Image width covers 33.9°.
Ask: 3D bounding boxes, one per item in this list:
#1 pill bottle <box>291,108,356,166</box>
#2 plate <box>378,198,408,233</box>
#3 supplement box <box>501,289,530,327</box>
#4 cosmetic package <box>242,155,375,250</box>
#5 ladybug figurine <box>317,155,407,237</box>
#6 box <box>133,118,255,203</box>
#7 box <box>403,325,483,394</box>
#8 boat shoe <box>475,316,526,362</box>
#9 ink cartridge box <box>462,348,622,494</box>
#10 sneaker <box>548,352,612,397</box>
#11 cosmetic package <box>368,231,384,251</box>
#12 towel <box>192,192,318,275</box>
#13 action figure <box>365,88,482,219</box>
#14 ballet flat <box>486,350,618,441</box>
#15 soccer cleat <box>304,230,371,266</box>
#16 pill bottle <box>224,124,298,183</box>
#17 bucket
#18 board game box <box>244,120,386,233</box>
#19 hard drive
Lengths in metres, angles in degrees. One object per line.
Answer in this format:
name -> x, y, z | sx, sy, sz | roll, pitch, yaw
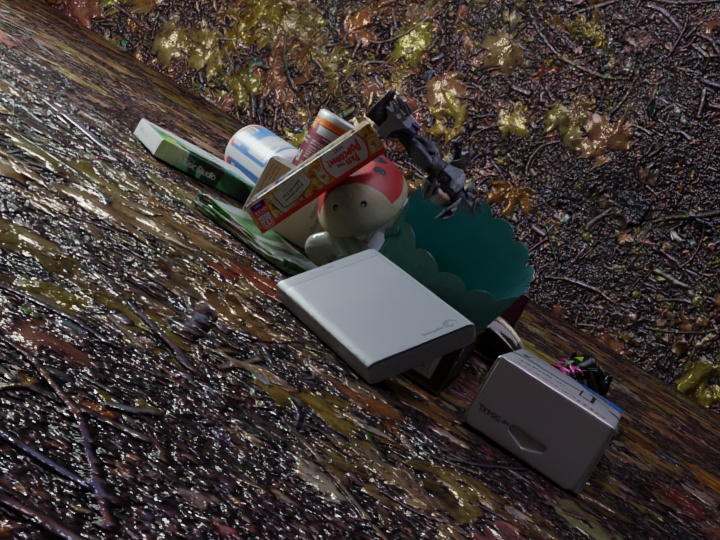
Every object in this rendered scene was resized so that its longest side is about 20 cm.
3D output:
pill bottle -> -0.065, -0.157, 1.972 | 0.113, 0.202, 0.114 | 29, 6, -3
plate -> 0.087, -0.037, 1.886 | 0.201, 0.032, 0.199 | 51, -19, -2
supplement box -> 0.226, 0.066, 1.995 | 0.085, 0.111, 0.200 | 30, 6, 6
cosmetic package -> -0.074, -0.086, 1.839 | 0.198, 0.104, 0.073 | 29, 8, 0
ladybug figurine -> 0.000, -0.119, 1.729 | 0.134, 0.073, 0.201 | -10, 27, 12
box -> -0.269, -0.179, 1.957 | 0.199, 0.037, 0.144 | 26, 8, -31
box -> 0.079, 0.081, 1.397 | 0.099, 0.076, 0.200 | 31, 8, 10
boat shoe -> 0.160, 0.089, 1.790 | 0.200, 0.073, 0.072 | 41, 40, 20
ink cartridge box -> 0.207, 0.161, 1.308 | 0.145, 0.085, 0.200 | 32, 6, 13
sneaker -> 0.310, 0.158, 1.772 | 0.199, 0.088, 0.074 | 25, 8, -38
cosmetic package -> 0.100, 0.019, 1.742 | 0.198, 0.051, 0.083 | 23, -39, 14
towel -> -0.123, -0.039, 1.615 | 0.199, 0.024, 0.152 | 35, 7, 33
action figure -> 0.091, -0.146, 1.542 | 0.200, 0.069, 0.130 | 47, 26, -2
ballet flat -> 0.239, 0.172, 1.520 | 0.063, 0.077, 0.199 | -16, 32, -36
soccer cleat -> 0.000, 0.000, 1.693 | 0.198, 0.070, 0.078 | 21, 45, 19
pill bottle -> -0.152, -0.179, 2.149 | 0.112, 0.113, 0.200 | 23, 11, -47
bucket -> 0.114, 0.000, 1.583 | 0.205, 0.135, 0.209 | 23, 39, -20
board game box -> -0.061, -0.132, 1.619 | 0.047, 0.199, 0.152 | 56, 4, -8
hard drive -> 0.012, 0.043, 1.260 | 0.131, 0.027, 0.200 | -20, 34, -25
